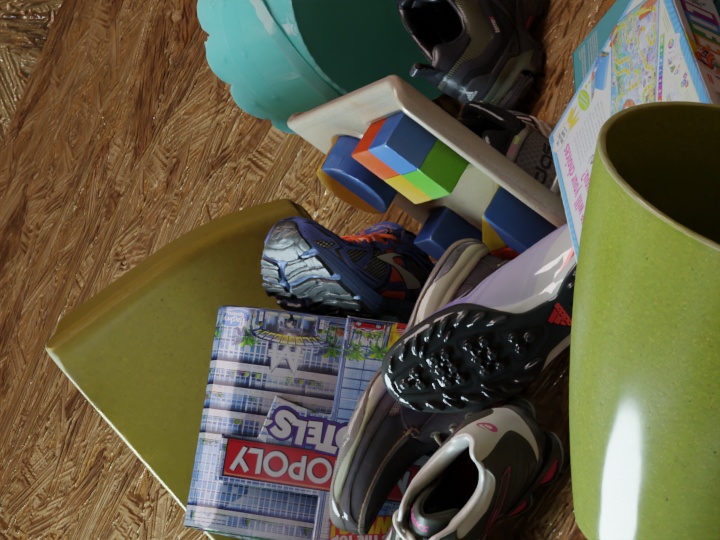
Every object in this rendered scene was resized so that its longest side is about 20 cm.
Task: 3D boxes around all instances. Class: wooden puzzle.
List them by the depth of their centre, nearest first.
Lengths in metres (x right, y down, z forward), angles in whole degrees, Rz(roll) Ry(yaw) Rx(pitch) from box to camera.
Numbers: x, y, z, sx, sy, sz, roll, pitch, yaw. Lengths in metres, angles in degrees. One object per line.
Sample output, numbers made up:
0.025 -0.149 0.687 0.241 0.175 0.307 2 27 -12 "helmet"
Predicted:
0.051 -0.046 1.615 0.046 0.185 0.200 -59 16 -13 "wooden puzzle"

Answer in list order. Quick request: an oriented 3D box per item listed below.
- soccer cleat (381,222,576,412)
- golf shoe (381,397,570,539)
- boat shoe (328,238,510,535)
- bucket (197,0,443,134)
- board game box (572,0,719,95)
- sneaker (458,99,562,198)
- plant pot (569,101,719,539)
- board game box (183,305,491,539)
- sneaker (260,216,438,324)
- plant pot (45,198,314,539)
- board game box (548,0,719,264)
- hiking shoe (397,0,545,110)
0.103 0.020 1.516 0.200 0.068 0.073 -31 19 12 "soccer cleat"
0.041 0.161 1.524 0.077 0.088 0.200 40 112 28 "golf shoe"
0.047 0.079 1.562 0.200 0.073 0.074 -63 -12 -2 "boat shoe"
-0.010 -0.204 1.955 0.135 0.207 0.207 -7 61 61 "bucket"
0.205 -0.143 1.539 0.200 0.047 0.151 -50 25 37 "board game box"
0.085 -0.081 1.718 0.074 0.087 0.200 -65 19 4 "sneaker"
0.177 0.048 1.236 0.187 0.187 0.200 -104 26 -60 "plant pot"
-0.015 0.131 1.634 0.062 0.200 0.200 43 -125 -76 "board game box"
0.000 0.000 1.688 0.075 0.200 0.078 0 72 32 "sneaker"
-0.086 0.055 1.829 0.200 0.194 0.196 -41 6 -1 "plant pot"
0.162 -0.077 1.423 0.134 0.034 0.200 -60 17 26 "board game box"
0.080 -0.199 1.848 0.076 0.101 0.200 -50 25 37 "hiking shoe"
